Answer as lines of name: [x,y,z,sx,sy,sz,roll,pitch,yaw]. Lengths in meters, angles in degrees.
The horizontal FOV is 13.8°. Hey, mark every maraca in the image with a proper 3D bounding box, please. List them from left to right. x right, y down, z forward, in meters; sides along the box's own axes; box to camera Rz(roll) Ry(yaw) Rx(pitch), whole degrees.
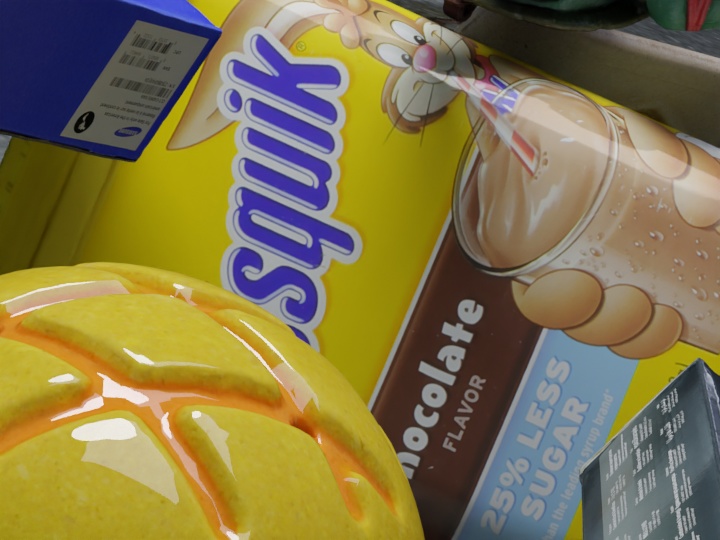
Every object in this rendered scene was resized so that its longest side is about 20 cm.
maraca: [-0.050,0.059,0.561,0.136,0.108,0.200,14,12,1]

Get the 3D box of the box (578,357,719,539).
box: [0.118,0.110,0.650,0.159,0.046,0.200,44,11,-6]

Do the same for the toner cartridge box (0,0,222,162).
toner cartridge box: [-0.133,-0.105,0.732,0.200,0.043,0.095,41,12,25]

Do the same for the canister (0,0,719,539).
canister: [0.000,0.000,0.802,0.199,0.149,0.087,23,-5,-5]

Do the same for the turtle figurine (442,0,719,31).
turtle figurine: [0.040,-0.113,0.789,0.199,0.101,0.150,22,35,13]

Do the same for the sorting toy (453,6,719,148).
sorting toy: [0.069,-0.002,0.929,0.199,0.185,0.037,15,48,-37]
